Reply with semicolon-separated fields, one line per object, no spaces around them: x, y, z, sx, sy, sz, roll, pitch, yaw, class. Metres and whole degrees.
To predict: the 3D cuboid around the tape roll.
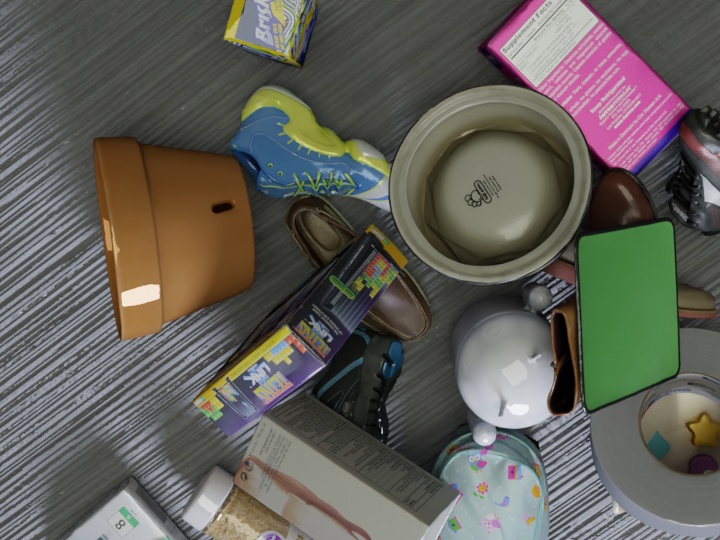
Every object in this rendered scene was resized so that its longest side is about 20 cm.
0.332;0.163;1.114;0.198;0.066;0.202;-5;66;10;tape roll

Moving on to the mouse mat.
0.252;0.037;1.029;0.007;0.199;0.163;1;97;40;mouse mat

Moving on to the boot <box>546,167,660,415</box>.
0.214;0.013;1.036;0.068;0.200;0.190;13;113;30;boot

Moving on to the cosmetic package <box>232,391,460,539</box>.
-0.014;0.219;1.110;0.199;0.103;0.088;31;108;18;cosmetic package

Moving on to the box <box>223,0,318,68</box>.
-0.082;-0.240;1.063;0.064;0.200;0.071;16;98;-1;box

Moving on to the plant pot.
-0.186;-0.038;1.109;0.139;0.200;0.202;-7;99;-15;plant pot

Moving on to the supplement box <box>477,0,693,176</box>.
0.225;-0.193;1.118;0.200;0.101;0.103;45;97;-5;supplement box

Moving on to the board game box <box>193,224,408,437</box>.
-0.060;0.061;1.082;0.057;0.166;0.200;44;139;-6;board game box

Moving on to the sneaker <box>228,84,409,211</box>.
-0.049;-0.098;1.137;0.199;0.076;0.105;35;72;6;sneaker

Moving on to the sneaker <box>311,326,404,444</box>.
-0.012;0.156;1.200;0.081;0.073;0.202;20;103;25;sneaker

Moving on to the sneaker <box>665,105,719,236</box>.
0.349;-0.090;1.108;0.098;0.200;0.071;-33;56;18;sneaker

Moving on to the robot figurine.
0.149;0.090;1.111;0.112;0.200;0.171;18;99;-1;robot figurine

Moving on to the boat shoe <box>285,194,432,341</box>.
-0.004;0.005;1.163;0.202;0.075;0.075;42;97;-6;boat shoe

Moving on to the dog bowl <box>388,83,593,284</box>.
0.132;-0.076;1.084;0.198;0.074;0.202;-4;75;16;dog bowl

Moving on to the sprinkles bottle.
-0.099;0.298;1.211;0.199;0.068;0.068;36;97;-5;sprinkles bottle

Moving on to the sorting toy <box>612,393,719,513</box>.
0.370;0.167;1.179;0.198;0.107;0.182;1;86;12;sorting toy

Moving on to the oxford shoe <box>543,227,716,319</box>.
0.288;-0.003;1.163;0.198;0.070;0.075;19;96;-2;oxford shoe

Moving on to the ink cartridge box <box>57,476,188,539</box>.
-0.278;0.356;1.232;0.200;0.050;0.161;-41;96;4;ink cartridge box

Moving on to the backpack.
0.136;0.265;1.176;0.165;0.127;0.202;10;95;2;backpack
